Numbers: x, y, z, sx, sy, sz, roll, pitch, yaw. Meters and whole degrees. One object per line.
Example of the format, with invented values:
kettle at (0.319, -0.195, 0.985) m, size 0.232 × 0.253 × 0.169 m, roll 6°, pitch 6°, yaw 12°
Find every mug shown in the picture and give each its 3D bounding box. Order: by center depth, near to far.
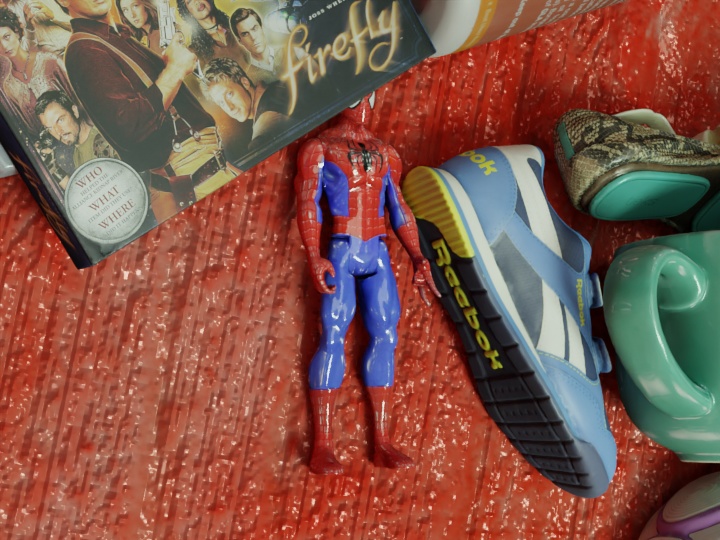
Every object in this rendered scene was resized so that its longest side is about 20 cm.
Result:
mug at (0.197, 0.044, 0.672) m, size 0.184 × 0.152 × 0.115 m, roll 1°, pitch 83°, yaw -10°

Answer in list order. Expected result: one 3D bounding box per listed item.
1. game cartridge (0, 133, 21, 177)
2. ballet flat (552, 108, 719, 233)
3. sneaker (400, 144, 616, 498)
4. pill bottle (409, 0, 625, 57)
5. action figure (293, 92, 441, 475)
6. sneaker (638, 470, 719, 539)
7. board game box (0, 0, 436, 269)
game cartridge at (-0.149, -0.151, 0.583) m, size 0.132 × 0.041 × 0.201 m, roll -16°, pitch 94°, yaw -21°
ballet flat at (0.185, -0.056, 0.715) m, size 0.199 × 0.068 × 0.076 m, roll 10°, pitch 47°, yaw -36°
sneaker at (0.097, 0.024, 0.669) m, size 0.082 × 0.074 × 0.201 m, roll -28°, pitch 100°, yaw -26°
pill bottle at (0.101, -0.188, 0.660) m, size 0.199 × 0.112 × 0.113 m, roll -20°, pitch 96°, yaw -25°
action figure at (0.000, 0.000, 0.639) m, size 0.065 × 0.052 × 0.202 m, roll -1°, pitch 85°, yaw -21°
sneaker at (0.245, 0.152, 0.728) m, size 0.199 × 0.075 × 0.100 m, roll -24°, pitch 96°, yaw -24°
board game box at (-0.077, -0.110, 0.576) m, size 0.200 × 0.035 × 0.136 m, roll -35°, pitch 102°, yaw -23°
